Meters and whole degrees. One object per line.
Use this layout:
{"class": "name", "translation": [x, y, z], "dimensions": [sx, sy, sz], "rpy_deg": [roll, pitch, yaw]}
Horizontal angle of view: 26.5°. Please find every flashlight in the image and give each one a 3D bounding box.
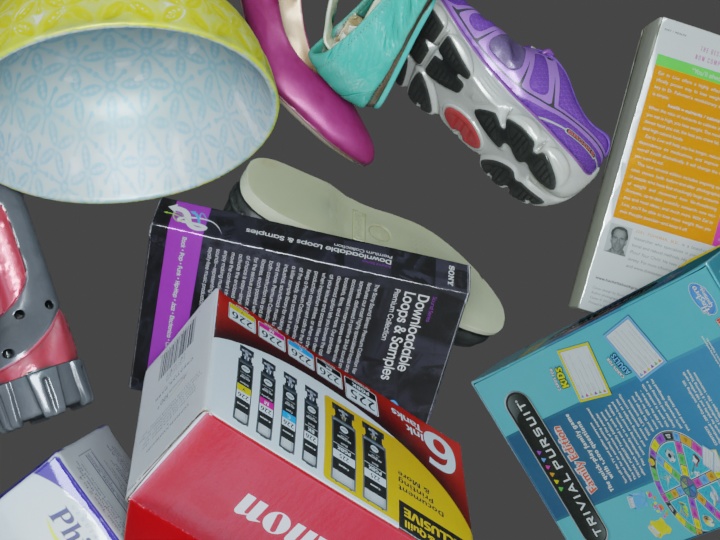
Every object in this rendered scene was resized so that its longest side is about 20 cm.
{"class": "flashlight", "translation": [-0.236, 0.003, 0.994], "dimensions": [0.068, 0.068, 0.200], "rpy_deg": [-21, 88, 11]}

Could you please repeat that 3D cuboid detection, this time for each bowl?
{"class": "bowl", "translation": [-0.156, -0.136, 0.958], "dimensions": [0.200, 0.200, 0.108], "rpy_deg": [-9, 63, -3]}

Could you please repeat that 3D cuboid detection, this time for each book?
{"class": "book", "translation": [0.232, -0.053, 1.029], "dimensions": [0.133, 0.048, 0.200], "rpy_deg": [16, 87, -5]}

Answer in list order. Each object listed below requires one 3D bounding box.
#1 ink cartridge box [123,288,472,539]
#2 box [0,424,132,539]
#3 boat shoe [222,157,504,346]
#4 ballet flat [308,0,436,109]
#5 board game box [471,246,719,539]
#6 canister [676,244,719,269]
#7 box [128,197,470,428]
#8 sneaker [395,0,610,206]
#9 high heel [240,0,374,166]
{"class": "ink cartridge box", "translation": [-0.033, 0.133, 0.909], "dimensions": [0.200, 0.176, 0.084], "rpy_deg": [33, 114, -20]}
{"class": "box", "translation": [-0.153, 0.203, 0.921], "dimensions": [0.105, 0.200, 0.184], "rpy_deg": [-37, 89, -2]}
{"class": "boat shoe", "translation": [0.000, -0.002, 1.009], "dimensions": [0.201, 0.074, 0.063], "rpy_deg": [26, 126, -12]}
{"class": "ballet flat", "translation": [0.029, -0.191, 0.936], "dimensions": [0.070, 0.067, 0.200], "rpy_deg": [28, 116, -13]}
{"class": "board game box", "translation": [0.186, 0.091, 0.956], "dimensions": [0.047, 0.200, 0.151], "rpy_deg": [-30, 89, -48]}
{"class": "canister", "translation": [0.299, 0.068, 0.984], "dimensions": [0.148, 0.087, 0.200], "rpy_deg": [-24, 99, -10]}
{"class": "box", "translation": [-0.041, 0.037, 0.976], "dimensions": [0.200, 0.036, 0.143], "rpy_deg": [14, 129, -1]}
{"class": "sneaker", "translation": [0.086, -0.132, 1.022], "dimensions": [0.083, 0.081, 0.200], "rpy_deg": [-36, 84, -33]}
{"class": "high heel", "translation": [-0.036, -0.166, 1.007], "dimensions": [0.096, 0.067, 0.200], "rpy_deg": [-41, 86, 7]}
